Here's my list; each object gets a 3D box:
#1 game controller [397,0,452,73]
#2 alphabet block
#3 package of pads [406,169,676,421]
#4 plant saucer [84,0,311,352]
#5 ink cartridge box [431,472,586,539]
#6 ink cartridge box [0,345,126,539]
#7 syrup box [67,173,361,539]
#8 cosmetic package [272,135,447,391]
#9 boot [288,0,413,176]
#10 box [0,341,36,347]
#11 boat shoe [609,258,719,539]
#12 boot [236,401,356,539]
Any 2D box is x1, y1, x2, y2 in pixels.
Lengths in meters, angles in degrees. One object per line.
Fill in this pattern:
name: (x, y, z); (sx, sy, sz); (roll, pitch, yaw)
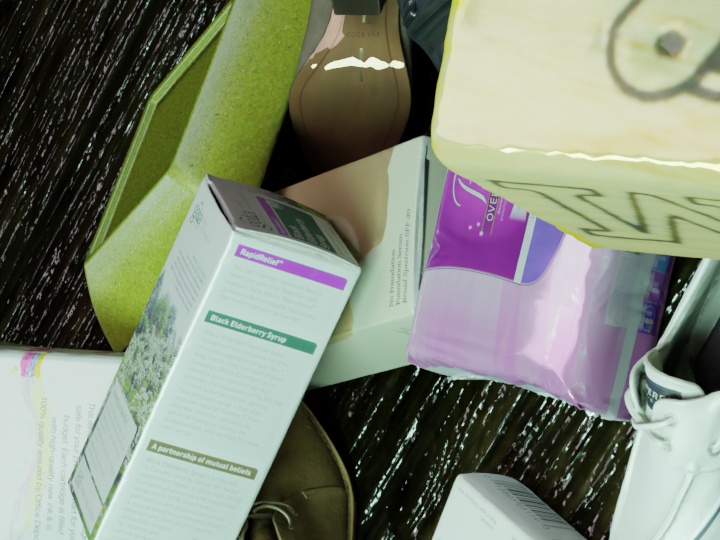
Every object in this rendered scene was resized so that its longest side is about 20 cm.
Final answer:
game controller: (0.099, -0.159, 1.342); (0.104, 0.042, 0.200); (51, 134, -1)
alphabet block: (0.168, -0.108, 1.049); (0.200, 0.196, 0.196); (6, 80, 27)
package of pads: (0.100, -0.033, 1.272); (0.120, 0.076, 0.200); (12, 89, 40)
plant saucer: (-0.102, -0.074, 1.544); (0.200, 0.048, 0.200); (-43, 24, 53)
ink cartridge box: (0.068, 0.224, 1.269); (0.161, 0.050, 0.200); (39, 114, 54)
ink cartridge box: (-0.175, 0.120, 1.521); (0.200, 0.085, 0.145); (3, 90, 21)
syrup box: (-0.081, 0.059, 1.374); (0.200, 0.081, 0.079); (-64, 25, 15)
cosmetic package: (0.000, 0.000, 1.426); (0.200, 0.071, 0.105); (-20, 63, 52)
boot: (0.005, -0.164, 1.479); (0.146, 0.070, 0.200); (-79, -3, -45)
box: (-0.242, 0.128, 1.687); (0.200, 0.122, 0.048); (-48, 46, 35)
boat shoe: (0.155, 0.057, 1.182); (0.074, 0.065, 0.200); (38, 109, 54)
boot: (-0.043, 0.141, 1.412); (0.073, 0.075, 0.200); (-20, 59, 9)
